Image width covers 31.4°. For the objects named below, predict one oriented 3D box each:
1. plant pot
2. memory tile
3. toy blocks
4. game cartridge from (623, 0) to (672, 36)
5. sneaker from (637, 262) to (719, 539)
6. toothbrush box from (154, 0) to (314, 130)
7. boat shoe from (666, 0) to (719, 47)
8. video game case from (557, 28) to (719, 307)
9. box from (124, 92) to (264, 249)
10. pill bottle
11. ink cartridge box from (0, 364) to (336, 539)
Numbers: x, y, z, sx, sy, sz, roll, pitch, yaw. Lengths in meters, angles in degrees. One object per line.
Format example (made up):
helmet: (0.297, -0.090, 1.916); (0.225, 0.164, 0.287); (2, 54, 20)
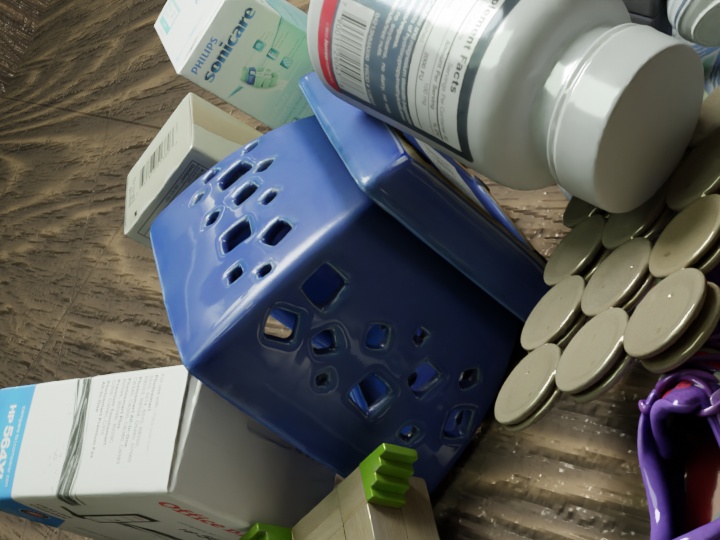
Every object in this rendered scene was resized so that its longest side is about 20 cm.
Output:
plant pot: (0.000, 0.000, 0.823); (0.180, 0.200, 0.200); (-47, 30, 12)
memory tile: (0.142, -0.010, 0.664); (0.153, 0.017, 0.201); (-38, 19, 48)
toy blocks: (-0.011, 0.216, 0.757); (0.200, 0.099, 0.137); (-47, 41, 34)
game cartridge: (0.092, -0.183, 0.764); (0.199, 0.130, 0.038); (23, 64, 27)
sneaker: (0.169, 0.054, 0.590); (0.080, 0.083, 0.201); (-22, 47, 42)
toothbrush box: (-0.061, -0.171, 1.073); (0.086, 0.199, 0.147); (-54, 29, 12)
boat shoe: (0.233, -0.148, 0.636); (0.200, 0.073, 0.067); (-27, 55, 52)
video game case: (0.199, -0.079, 0.732); (0.183, 0.022, 0.200); (-51, 29, 20)
box: (-0.068, -0.035, 0.957); (0.095, 0.199, 0.078); (-46, 31, 25)
pill bottle: (0.077, -0.112, 0.689); (0.199, 0.119, 0.120); (33, 94, 36)
ink cartridge box: (-0.135, 0.131, 0.851); (0.199, 0.146, 0.085); (-9, 61, 40)
